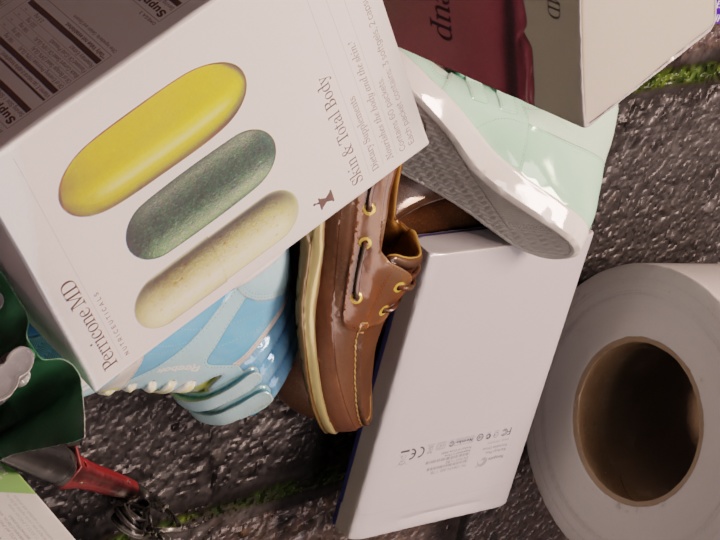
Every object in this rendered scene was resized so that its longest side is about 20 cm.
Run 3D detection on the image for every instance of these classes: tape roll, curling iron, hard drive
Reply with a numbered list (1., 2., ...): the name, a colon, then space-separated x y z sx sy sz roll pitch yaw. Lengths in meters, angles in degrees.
1. tape roll: 0.224 0.095 1.333 0.139 0.203 0.203 1 118 -42
2. curling iron: -0.152 0.111 1.106 0.026 0.050 0.200 -49 148 -1
3. hard drive: 0.061 0.065 1.254 0.132 0.025 0.200 -7 124 -38

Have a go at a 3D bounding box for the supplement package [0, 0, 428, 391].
1. supplement package: -0.103 -0.085 0.947 0.200 0.151 0.152 -37 138 -15

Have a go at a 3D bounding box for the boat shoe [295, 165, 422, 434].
1. boat shoe: 0.000 -0.001 1.118 0.067 0.072 0.200 1 113 5

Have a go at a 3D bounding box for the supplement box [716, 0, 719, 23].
1. supplement box: 0.178 -0.242 1.120 0.101 0.103 0.200 -10 123 -36

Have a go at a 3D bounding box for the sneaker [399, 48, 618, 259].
1. sneaker: 0.066 -0.104 1.162 0.200 0.074 0.118 36 63 -33

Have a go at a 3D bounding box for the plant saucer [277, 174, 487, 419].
1. plant saucer: 0.030 0.013 1.230 0.200 0.032 0.200 -22 131 -27

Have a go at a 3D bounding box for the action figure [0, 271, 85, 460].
1. action figure: -0.202 0.061 0.978 0.055 0.118 0.200 -24 171 -33

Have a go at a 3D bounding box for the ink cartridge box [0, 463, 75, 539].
1. ink cartridge box: -0.251 0.164 1.025 0.200 0.117 0.067 -16 129 -33

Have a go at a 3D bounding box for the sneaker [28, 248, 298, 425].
1. sneaker: -0.110 0.052 1.099 0.200 0.080 0.131 -31 134 -19

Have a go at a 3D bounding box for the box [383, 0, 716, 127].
1. box: 0.060 -0.175 0.978 0.109 0.200 0.128 -38 139 -32
